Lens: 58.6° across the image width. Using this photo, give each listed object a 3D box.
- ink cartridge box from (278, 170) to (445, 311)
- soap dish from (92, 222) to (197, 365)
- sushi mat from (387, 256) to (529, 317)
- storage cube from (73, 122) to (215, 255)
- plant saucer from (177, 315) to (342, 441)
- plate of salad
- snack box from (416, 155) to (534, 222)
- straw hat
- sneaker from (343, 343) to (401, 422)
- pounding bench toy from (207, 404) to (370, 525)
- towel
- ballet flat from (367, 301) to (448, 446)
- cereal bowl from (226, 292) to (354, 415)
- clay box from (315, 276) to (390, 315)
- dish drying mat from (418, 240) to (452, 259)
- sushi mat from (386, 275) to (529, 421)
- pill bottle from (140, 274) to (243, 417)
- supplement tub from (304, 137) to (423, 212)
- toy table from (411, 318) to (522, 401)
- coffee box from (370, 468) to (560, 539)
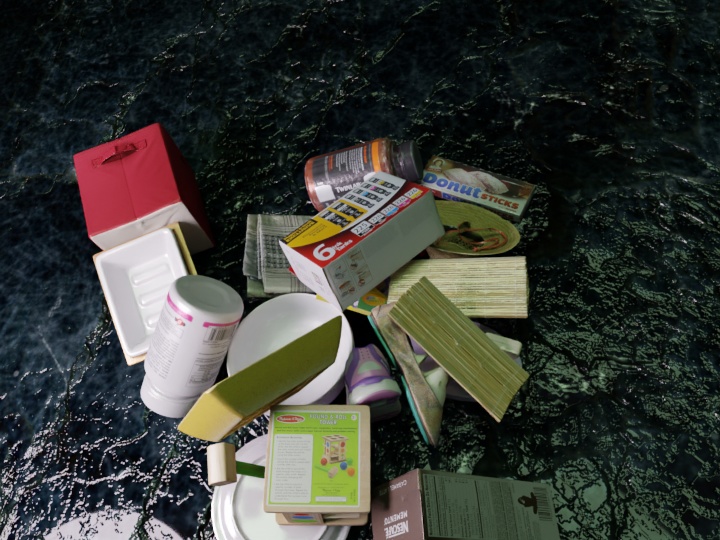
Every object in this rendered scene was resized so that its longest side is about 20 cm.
[{"bbox_3d":[-0.010,-0.056,0.958,0.200,0.084,0.175,-37,36,-18],"label":"ink cartridge box"},{"bbox_3d":[-0.344,0.039,1.089,0.156,0.081,0.201,-22,79,-1],"label":"soap dish"},{"bbox_3d":[0.139,0.024,0.918,0.199,0.012,0.096,-1,56,11],"label":"sushi mat"},{"bbox_3d":[-0.387,-0.121,1.167,0.170,0.200,0.181,-22,63,-2],"label":"storage cube"},{"bbox_3d":[-0.121,0.150,0.823,0.199,0.200,0.049,-29,80,-34],"label":"plant saucer"},{"bbox_3d":[-0.108,0.330,0.905,0.199,0.048,0.201,1,61,-1],"label":"plate of salad"},{"bbox_3d":[0.205,-0.148,1.152,0.199,0.024,0.072,21,66,23],"label":"snack box"},{"bbox_3d":[0.152,-0.036,1.046,0.200,0.086,0.201,3,31,-2],"label":"straw hat"},{"bbox_3d":[0.010,0.161,0.897,0.080,0.200,0.089,-15,66,-9],"label":"sneaker"},{"bbox_3d":[-0.088,0.256,0.830,0.198,0.156,0.125,0,62,-1],"label":"pounding bench toy"},{"bbox_3d":[-0.100,-0.032,1.098,0.198,0.035,0.193,-1,49,-9],"label":"towel"},{"bbox_3d":[0.076,0.127,0.847,0.067,0.068,0.201,-25,72,0],"label":"ballet flat"},{"bbox_3d":[-0.101,0.140,1.005,0.199,0.083,0.201,-6,57,9],"label":"cereal bowl"},{"bbox_3d":[0.000,0.000,1.037,0.114,0.048,0.201,17,43,-1],"label":"clay box"},{"bbox_3d":[0.088,-0.106,1.156,0.077,0.018,0.200,-30,57,-6],"label":"dish drying mat"},{"bbox_3d":[0.129,0.098,0.846,0.200,0.012,0.096,44,52,8],"label":"sushi mat"},{"bbox_3d":[-0.263,0.118,0.983,0.113,0.113,0.201,38,115,29],"label":"pill bottle"},{"bbox_3d":[0.008,-0.172,1.141,0.199,0.107,0.108,-12,56,19],"label":"supplement tub"},{"bbox_3d":[0.140,0.112,0.951,0.199,0.117,0.185,4,60,14],"label":"toy table"},{"bbox_3d":[0.125,0.301,0.780,0.199,0.114,0.080,14,54,-25],"label":"coffee box"}]
